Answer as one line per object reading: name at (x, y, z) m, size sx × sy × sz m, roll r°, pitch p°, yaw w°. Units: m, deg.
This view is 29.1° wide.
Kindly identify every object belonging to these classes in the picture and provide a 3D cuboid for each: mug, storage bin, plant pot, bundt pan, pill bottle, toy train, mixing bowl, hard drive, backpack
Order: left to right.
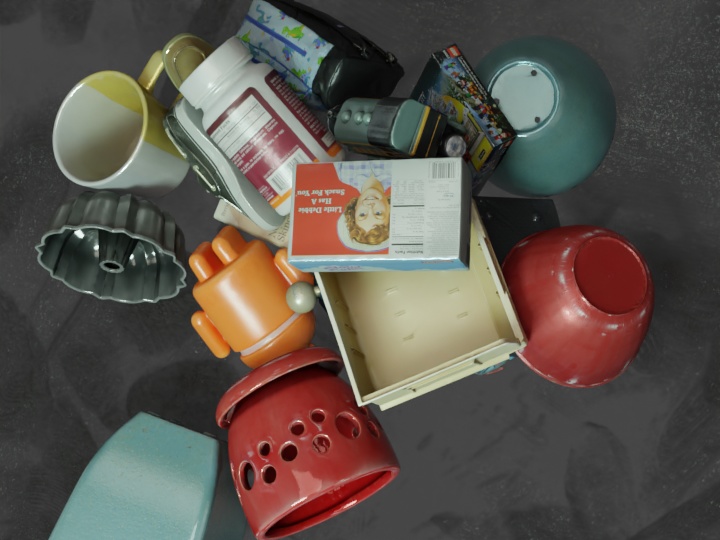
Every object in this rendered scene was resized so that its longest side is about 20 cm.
bundt pan at (-0.316, -0.037, 1.801) m, size 0.199 × 0.202 × 0.077 m, roll -1°, pitch 61°, yaw 15°
mug at (-0.281, -0.172, 1.802) m, size 0.185 × 0.153 × 0.151 m, roll -27°, pitch 67°, yaw 20°
plant pot at (-0.247, 0.294, 1.757) m, size 0.193 × 0.196 × 0.203 m, roll 17°, pitch 81°, yaw 16°
pill bottle at (-0.120, -0.176, 1.681) m, size 0.114 × 0.114 × 0.200 m, roll -41°, pitch 96°, yaw 9°
plant pot at (-0.075, 0.210, 1.707) m, size 0.199 × 0.200 × 0.184 m, roll -32°, pitch 73°, yaw 11°
backpack at (-0.070, -0.274, 1.767) m, size 0.200 × 0.162 × 0.154 m, roll 46°, pitch 113°, yaw 20°
toy train at (0.040, -0.162, 1.627) m, size 0.199 × 0.113 × 0.086 m, roll 18°, pitch 86°, yaw 58°
storage bin at (0.066, 0.031, 1.598) m, size 0.196 × 0.094 × 0.202 m, roll -23°, pitch 73°, yaw 10°
hard drive at (0.189, 0.010, 1.684) m, size 0.133 × 0.042 × 0.203 m, roll 1°, pitch 69°, yaw -19°
plant pot at (0.207, -0.198, 1.691) m, size 0.197 × 0.135 × 0.204 m, roll -1°, pitch 85°, yaw 15°
mixing bowl at (0.267, 0.024, 1.621) m, size 0.197 × 0.108 × 0.203 m, roll 7°, pitch 66°, yaw -16°

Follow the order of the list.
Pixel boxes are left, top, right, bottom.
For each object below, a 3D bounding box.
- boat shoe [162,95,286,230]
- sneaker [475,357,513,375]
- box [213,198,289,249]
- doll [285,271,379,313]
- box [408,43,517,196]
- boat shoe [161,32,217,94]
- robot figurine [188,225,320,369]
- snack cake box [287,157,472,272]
boat shoe at (-0.170, -0.128, 1.740) m, size 0.063 × 0.071 × 0.201 m, roll -34°, pitch 94°, yaw 40°
sneaker at (0.111, 0.047, 1.728) m, size 0.096 × 0.079 × 0.200 m, roll -46°, pitch 76°, yaw 10°
box at (-0.078, -0.069, 1.788) m, size 0.198 × 0.078 × 0.096 m, roll 22°, pitch 92°, yaw 16°
doll at (0.000, 0.000, 1.697) m, size 0.198 × 0.048 × 0.138 m, roll -24°, pitch 72°, yaw 9°
box at (0.108, -0.162, 1.688) m, size 0.037 × 0.200 × 0.138 m, roll -25°, pitch 74°, yaw -24°
boat shoe at (-0.177, -0.219, 1.768) m, size 0.073 × 0.201 × 0.063 m, roll -40°, pitch 40°, yaw -6°
robot figurine at (-0.136, 0.044, 1.763) m, size 0.144 × 0.116 × 0.201 m, roll -40°, pitch 101°, yaw -21°
snack cake box at (0.022, -0.060, 1.545) m, size 0.197 × 0.067 × 0.117 m, roll 0°, pitch 79°, yaw 15°
